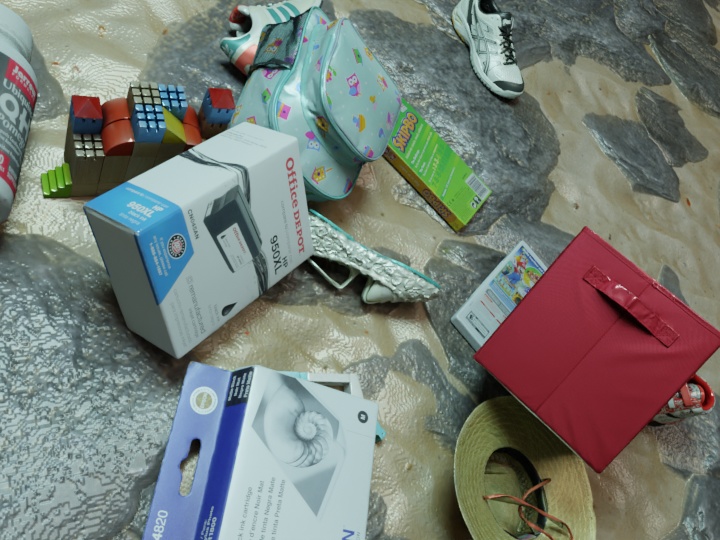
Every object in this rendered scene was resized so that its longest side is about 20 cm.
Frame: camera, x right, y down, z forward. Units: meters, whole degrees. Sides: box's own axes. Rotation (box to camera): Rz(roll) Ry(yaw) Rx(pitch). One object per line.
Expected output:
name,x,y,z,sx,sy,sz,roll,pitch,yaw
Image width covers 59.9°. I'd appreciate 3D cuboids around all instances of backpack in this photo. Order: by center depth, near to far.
backpack,-0.052,-0.180,0.734,0.176,0.152,0.202,43,62,-44

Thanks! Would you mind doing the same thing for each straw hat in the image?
straw hat,0.159,0.249,0.691,0.199,0.085,0.203,13,60,-23

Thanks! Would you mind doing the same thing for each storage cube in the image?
storage cube,0.255,0.082,0.692,0.171,0.180,0.200,42,9,16

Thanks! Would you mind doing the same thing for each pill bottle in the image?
pill bottle,-0.364,-0.149,0.575,0.110,0.111,0.202,10,62,-25

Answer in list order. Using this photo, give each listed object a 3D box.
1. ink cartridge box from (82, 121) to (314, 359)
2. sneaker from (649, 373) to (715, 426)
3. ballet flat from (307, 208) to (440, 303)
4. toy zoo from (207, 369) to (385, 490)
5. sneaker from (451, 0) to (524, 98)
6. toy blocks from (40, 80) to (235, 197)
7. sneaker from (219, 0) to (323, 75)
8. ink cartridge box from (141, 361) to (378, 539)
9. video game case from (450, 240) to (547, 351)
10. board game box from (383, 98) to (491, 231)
ink cartridge box,-0.144,-0.037,0.615,0.084,0.146,0.200,22,45,31
sneaker,0.388,0.165,0.853,0.199,0.108,0.068,15,59,-23
ballet flat,0.000,0.000,0.750,0.199,0.072,0.072,30,54,-11
toy zoo,-0.061,0.171,0.644,0.198,0.020,0.133,7,63,-27
sneaker,0.228,-0.391,1.060,0.075,0.088,0.202,-22,79,-38
toy blocks,-0.214,-0.134,0.638,0.198,0.137,0.101,-6,69,-32
sneaker,-0.120,-0.336,0.838,0.093,0.070,0.201,33,56,-19
ink cartridge box,-0.083,0.195,0.579,0.198,0.041,0.202,19,58,-21
video game case,0.224,0.064,0.867,0.143,0.018,0.200,49,52,1
board game box,0.097,-0.157,0.901,0.200,0.030,0.096,47,51,-4
